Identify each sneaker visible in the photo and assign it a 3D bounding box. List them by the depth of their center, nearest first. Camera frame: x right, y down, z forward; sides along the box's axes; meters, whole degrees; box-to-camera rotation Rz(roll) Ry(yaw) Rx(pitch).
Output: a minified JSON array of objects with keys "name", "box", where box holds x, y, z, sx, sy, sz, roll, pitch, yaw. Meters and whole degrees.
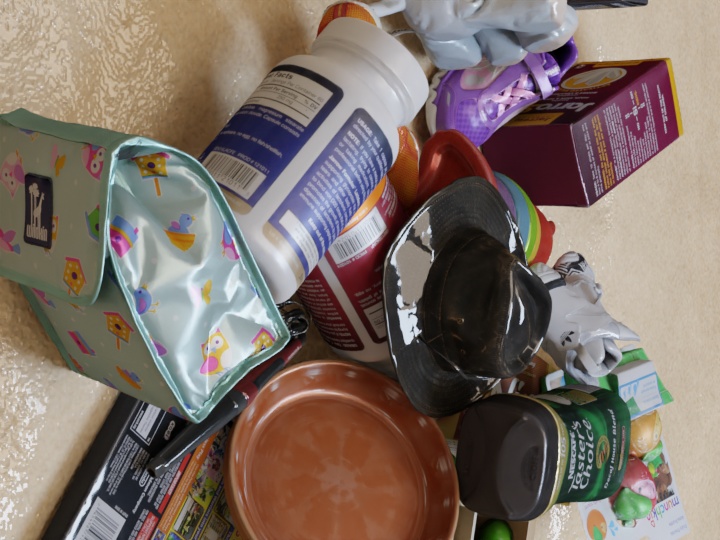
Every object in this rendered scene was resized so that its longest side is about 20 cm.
[{"name":"sneaker","box":[-0.001,-0.122,1.278,0.077,0.073,0.201,-78,153,-50]},{"name":"sneaker","box":[0.137,-0.175,1.449,0.200,0.088,0.081,-47,127,-36]},{"name":"sneaker","box":[0.204,0.048,1.456,0.075,0.115,0.200,-50,165,18]}]

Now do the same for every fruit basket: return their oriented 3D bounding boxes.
[{"name":"fruit basket","box":[0.257,0.180,1.507,0.185,0.093,0.201,-11,80,-50]}]

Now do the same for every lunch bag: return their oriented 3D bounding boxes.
[{"name":"lunch bag","box":[-0.163,-0.014,1.033,0.122,0.170,0.201,-44,125,-25]}]

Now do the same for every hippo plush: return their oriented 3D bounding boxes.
[{"name":"hippo plush","box":[0.090,-0.273,1.356,0.159,0.199,0.162,114,-25,-79]}]

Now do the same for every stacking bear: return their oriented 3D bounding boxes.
[{"name":"stacking bear","box":[0.114,-0.038,1.416,0.122,0.114,0.200,-47,155,15]}]

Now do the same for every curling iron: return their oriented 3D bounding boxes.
[{"name":"curling iron","box":[-0.102,0.090,1.199,0.050,0.026,0.200,50,53,-12]}]

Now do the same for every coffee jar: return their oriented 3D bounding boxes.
[{"name":"coffee jar","box":[0.157,0.154,1.325,0.200,0.085,0.105,0,98,-58]}]

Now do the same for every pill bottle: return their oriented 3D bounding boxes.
[{"name":"pill bottle","box":[-0.043,-0.084,1.138,0.200,0.115,0.116,-52,130,-20]},{"name":"pill bottle","box":[0.000,0.000,1.278,0.113,0.113,0.201,-54,131,-33]}]

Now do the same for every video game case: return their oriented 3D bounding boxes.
[{"name":"video game case","box":[-0.151,0.194,1.178,0.181,0.025,0.201,50,55,-39]}]

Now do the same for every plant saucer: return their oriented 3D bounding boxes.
[{"name":"plant saucer","box":[-0.016,0.169,1.234,0.199,0.032,0.201,12,60,-22]}]

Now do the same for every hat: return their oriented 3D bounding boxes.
[{"name":"hat","box":[0.103,0.029,1.249,0.200,0.081,0.202,-15,111,-44]}]

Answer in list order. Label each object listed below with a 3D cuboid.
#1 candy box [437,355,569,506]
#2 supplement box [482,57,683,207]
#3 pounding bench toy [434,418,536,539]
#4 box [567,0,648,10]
[{"name":"candy box","box":[0.149,0.142,1.509,0.200,0.056,0.117,37,64,-47]},{"name":"supplement box","box":[0.221,-0.138,1.533,0.200,0.110,0.086,-35,117,-43]},{"name":"pounding bench toy","box":[0.071,0.219,1.368,0.156,0.124,0.201,18,78,-49]},{"name":"box","box":[0.191,-0.344,1.445,0.048,0.158,0.201,-5,97,-49]}]
